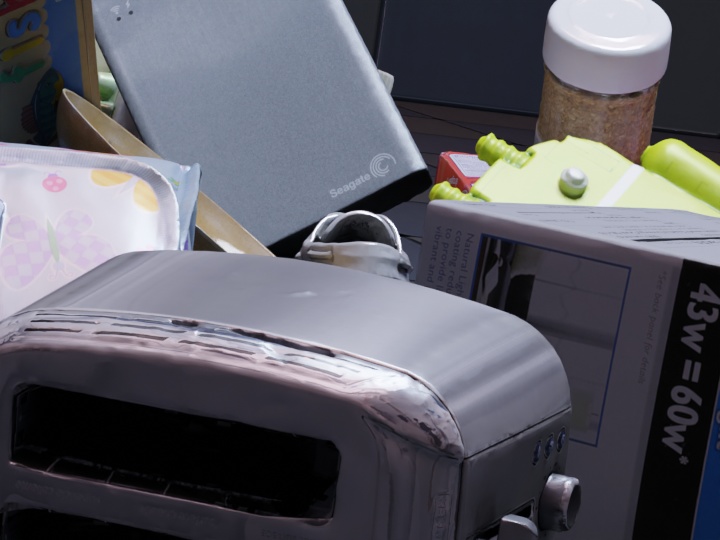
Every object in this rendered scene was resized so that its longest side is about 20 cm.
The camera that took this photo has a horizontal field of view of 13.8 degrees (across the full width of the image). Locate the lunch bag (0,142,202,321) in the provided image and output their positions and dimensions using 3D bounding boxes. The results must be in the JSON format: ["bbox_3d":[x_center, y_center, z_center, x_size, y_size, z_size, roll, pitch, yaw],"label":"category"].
[{"bbox_3d":[-0.145,0.013,1.090,0.169,0.128,0.200,6,13,1],"label":"lunch bag"}]

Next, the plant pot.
[{"bbox_3d":[-0.075,-0.012,1.429,0.200,0.028,0.200,41,2,-2],"label":"plant pot"}]

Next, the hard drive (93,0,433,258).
[{"bbox_3d":[-0.061,-0.101,1.703,0.139,0.201,0.033,-27,-25,1],"label":"hard drive"}]

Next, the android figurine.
[{"bbox_3d":[0.128,0.001,1.447,0.200,0.041,0.182,34,49,15],"label":"android figurine"}]

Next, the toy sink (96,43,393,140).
[{"bbox_3d":[-0.099,-0.092,1.817,0.199,0.131,0.112,19,-2,-34],"label":"toy sink"}]

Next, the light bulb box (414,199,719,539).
[{"bbox_3d":[0.147,0.051,1.098,0.199,0.125,0.198,14,8,35],"label":"light bulb box"}]

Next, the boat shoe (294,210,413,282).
[{"bbox_3d":[0.000,0.000,1.597,0.073,0.066,0.200,6,7,-9],"label":"boat shoe"}]

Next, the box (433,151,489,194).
[{"bbox_3d":[0.137,0.004,1.567,0.199,0.096,0.100,6,15,-12],"label":"box"}]

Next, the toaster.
[{"bbox_3d":[-0.039,0.058,0.880,0.199,0.114,0.129,11,10,14],"label":"toaster"}]

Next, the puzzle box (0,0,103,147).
[{"bbox_3d":[-0.191,-0.083,1.440,0.133,0.200,0.025,-26,56,-19],"label":"puzzle box"}]

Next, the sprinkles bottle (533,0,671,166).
[{"bbox_3d":[0.127,-0.056,1.641,0.068,0.201,0.068,3,37,-2],"label":"sprinkles bottle"}]
